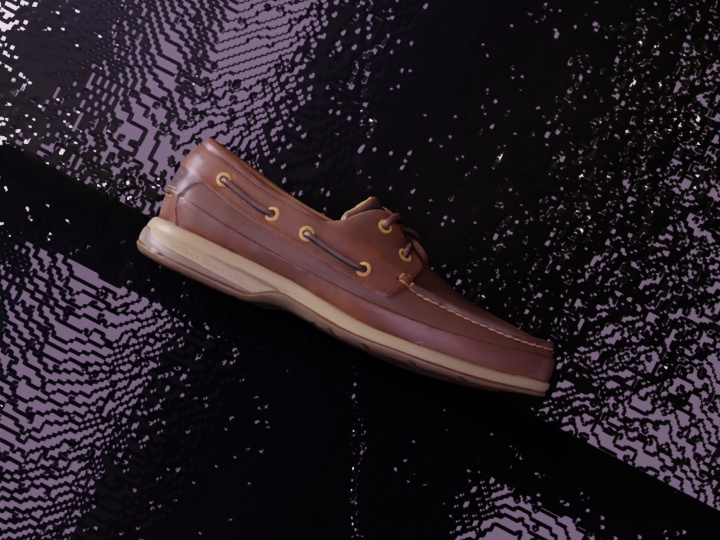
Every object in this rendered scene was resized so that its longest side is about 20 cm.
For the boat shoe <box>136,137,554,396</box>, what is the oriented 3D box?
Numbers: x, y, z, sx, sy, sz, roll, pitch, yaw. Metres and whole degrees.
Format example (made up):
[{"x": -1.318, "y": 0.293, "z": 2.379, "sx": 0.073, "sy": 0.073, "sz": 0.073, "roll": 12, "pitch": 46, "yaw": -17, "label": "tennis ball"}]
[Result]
[{"x": 0.000, "y": 0.000, "z": 0.894, "sx": 0.200, "sy": 0.072, "sz": 0.068, "roll": 23, "pitch": 88, "yaw": 5, "label": "boat shoe"}]
